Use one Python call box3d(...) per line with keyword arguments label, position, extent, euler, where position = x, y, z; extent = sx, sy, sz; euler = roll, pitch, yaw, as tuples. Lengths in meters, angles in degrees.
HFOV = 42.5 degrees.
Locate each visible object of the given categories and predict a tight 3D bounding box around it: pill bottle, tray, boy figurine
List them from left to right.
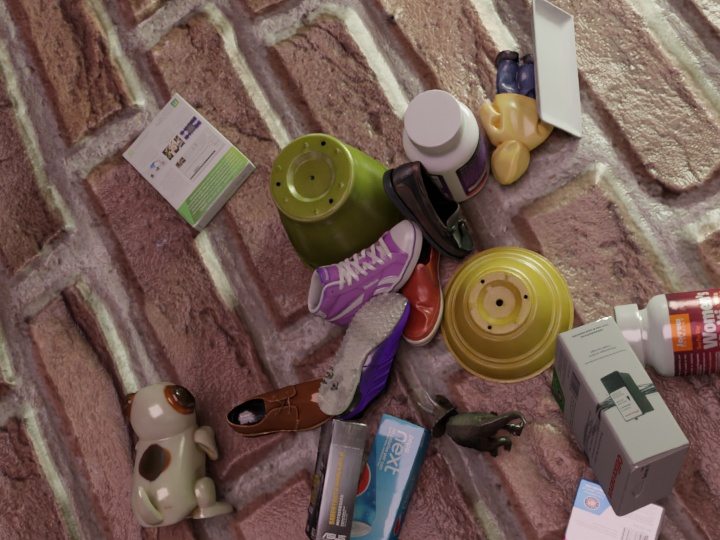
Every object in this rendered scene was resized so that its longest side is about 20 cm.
box3d(label="pill bottle", position=(0.122, -0.181, 1.341), extent=(0.109, 0.200, 0.114), euler=(-4, 75, 14))
box3d(label="boy figurine", position=(0.237, -0.226, 1.392), extent=(0.122, 0.064, 0.204), euler=(5, 80, -6))
box3d(label="tray", position=(0.288, -0.303, 1.386), extent=(0.022, 0.106, 0.204), euler=(-15, 71, 44))
box3d(label="pill bottle", position=(0.443, 0.083, 1.231), extent=(0.196, 0.110, 0.112), euler=(-7, 74, 14))

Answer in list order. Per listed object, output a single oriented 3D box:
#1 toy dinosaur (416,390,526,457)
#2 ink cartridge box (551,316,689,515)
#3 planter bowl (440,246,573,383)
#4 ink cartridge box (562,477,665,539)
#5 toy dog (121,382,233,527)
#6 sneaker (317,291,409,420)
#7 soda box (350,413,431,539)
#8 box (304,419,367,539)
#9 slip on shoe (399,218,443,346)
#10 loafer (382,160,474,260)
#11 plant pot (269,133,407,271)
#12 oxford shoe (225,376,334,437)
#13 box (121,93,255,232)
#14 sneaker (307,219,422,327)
box3d(label="toy dinosaur", position=(0.158, 0.219, 1.268), extent=(0.100, 0.199, 0.079), euler=(8, 88, -20))
box3d(label="ink cartridge box", position=(0.326, 0.186, 1.186), extent=(0.082, 0.148, 0.202), euler=(-17, 53, -7))
box3d(label="planter bowl", position=(0.202, 0.054, 1.322), extent=(0.197, 0.083, 0.204), euler=(-4, 75, 16))
box3d(label="ink cartridge box", position=(0.316, 0.390, 1.212), extent=(0.113, 0.068, 0.203), euler=(16, 80, 19))
box3d(label="toy dog", position=(-0.290, 0.267, 1.359), extent=(0.137, 0.193, 0.204), euler=(-12, 79, 25))
box3d(label="sneaker", position=(0.018, 0.130, 1.349), extent=(0.069, 0.099, 0.202), euler=(28, 84, 40))
box3d(label="soda box", position=(0.036, 0.313, 1.315), extent=(0.067, 0.064, 0.203), euler=(17, 81, 19))
box3d(label="box", position=(-0.037, 0.290, 1.269), extent=(0.047, 0.200, 0.162), euler=(9, 79, -5))
box3d(label="slip on shoe", position=(0.085, 0.010, 1.371), extent=(0.073, 0.061, 0.204), euler=(-2, 74, 29))
box3d(label="loafer", position=(0.112, -0.083, 1.323), extent=(0.062, 0.199, 0.073), euler=(-26, 44, 30))
box3d(label="plant pot", position=(-0.046, -0.107, 1.375), extent=(0.196, 0.193, 0.204), euler=(-4, 76, 15))
box3d(label="oxford shoe", position=(-0.108, 0.205, 1.381), extent=(0.197, 0.071, 0.072), euler=(-19, 70, 9))
box3d(label="box", position=(-0.289, -0.182, 1.549), extent=(0.200, 0.036, 0.145), euler=(43, 91, 22))
box3d(label="sneaker", position=(0.000, 0.001, 1.341), extent=(0.201, 0.113, 0.073), euler=(-52, 44, 20))
